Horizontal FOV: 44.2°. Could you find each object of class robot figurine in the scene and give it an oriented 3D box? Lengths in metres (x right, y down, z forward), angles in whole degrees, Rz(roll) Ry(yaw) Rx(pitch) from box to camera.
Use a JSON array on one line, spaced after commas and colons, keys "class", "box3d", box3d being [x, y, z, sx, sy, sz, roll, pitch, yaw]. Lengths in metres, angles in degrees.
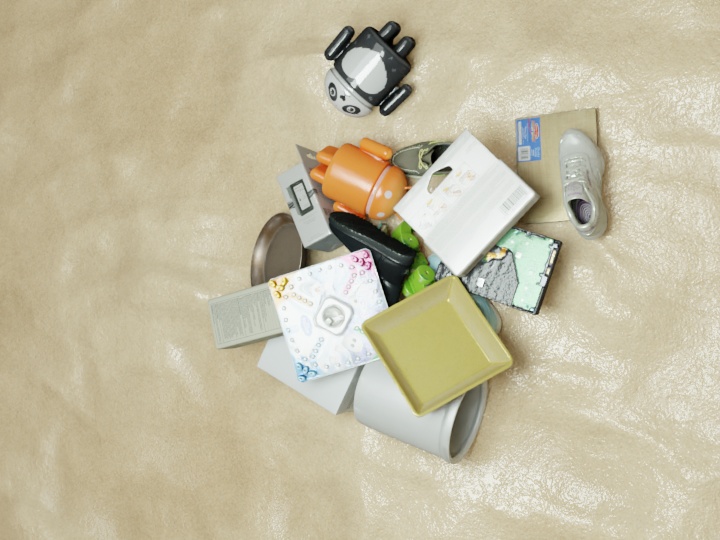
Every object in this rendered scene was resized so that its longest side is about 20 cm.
[{"class": "robot figurine", "box3d": [0.005, -0.173, 1.718, 0.200, 0.117, 0.144, 27, 79, 8]}, {"class": "robot figurine", "box3d": [0.018, -0.393, 1.732, 0.200, 0.125, 0.150, -45, 53, 16]}]

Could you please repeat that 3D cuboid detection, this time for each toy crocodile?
[{"class": "toy crocodile", "box3d": [0.105, -0.007, 1.686, 0.068, 0.062, 0.200, -56, 46, 43]}]

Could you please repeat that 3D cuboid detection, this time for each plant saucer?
[{"class": "plant saucer", "box3d": [0.132, 0.136, 1.551, 0.200, 0.048, 0.200, -27, 66, -12]}, {"class": "plant saucer", "box3d": [-0.163, -0.018, 1.809, 0.200, 0.032, 0.201, -19, 65, 50]}]

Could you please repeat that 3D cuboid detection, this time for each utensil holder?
[{"class": "utensil holder", "box3d": [0.110, 0.242, 1.635, 0.200, 0.170, 0.170, 17, 94, 25]}]

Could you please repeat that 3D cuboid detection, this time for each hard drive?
[{"class": "hard drive", "box3d": [0.245, -0.017, 1.587, 0.200, 0.038, 0.140, 19, 95, 25]}]

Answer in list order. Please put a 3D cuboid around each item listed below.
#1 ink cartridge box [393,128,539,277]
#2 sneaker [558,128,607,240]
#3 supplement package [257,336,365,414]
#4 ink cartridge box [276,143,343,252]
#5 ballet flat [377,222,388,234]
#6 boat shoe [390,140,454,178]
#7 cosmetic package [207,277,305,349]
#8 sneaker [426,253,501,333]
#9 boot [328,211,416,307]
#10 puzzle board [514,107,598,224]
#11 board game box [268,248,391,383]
[{"class": "ink cartridge box", "box3d": [0.186, -0.119, 1.575, 0.200, 0.045, 0.176, -47, 71, 14]}, {"class": "sneaker", "box3d": [0.388, -0.156, 1.548, 0.075, 0.100, 0.201, -15, 80, 26]}, {"class": "supplement package", "box3d": [-0.074, 0.166, 1.754, 0.200, 0.111, 0.156, 28, 99, 24]}, {"class": "ink cartridge box", "box3d": [-0.096, -0.143, 1.777, 0.068, 0.116, 0.200, -26, 76, 20]}, {"class": "ballet flat", "box3d": [0.012, -0.002, 1.757, 0.075, 0.068, 0.200, 39, 110, -1]}, {"class": "boat shoe", "box3d": [0.146, -0.216, 1.700, 0.201, 0.060, 0.072, 2, 89, 25]}, {"class": "cosmetic package", "box3d": [-0.188, 0.082, 1.711, 0.200, 0.073, 0.104, -15, 82, 23]}, {"class": "sneaker", "box3d": [0.185, 0.039, 1.656, 0.074, 0.082, 0.200, -47, 67, 14]}, {"class": "boot", "box3d": [0.000, 0.000, 1.680, 0.200, 0.076, 0.168, 31, 117, 23]}, {"class": "puzzle board", "box3d": [0.362, -0.189, 1.626, 0.150, 0.017, 0.201, -4, 85, 25]}, {"class": "board game box", "box3d": [-0.050, 0.083, 1.614, 0.199, 0.026, 0.201, -18, 88, 6]}]
